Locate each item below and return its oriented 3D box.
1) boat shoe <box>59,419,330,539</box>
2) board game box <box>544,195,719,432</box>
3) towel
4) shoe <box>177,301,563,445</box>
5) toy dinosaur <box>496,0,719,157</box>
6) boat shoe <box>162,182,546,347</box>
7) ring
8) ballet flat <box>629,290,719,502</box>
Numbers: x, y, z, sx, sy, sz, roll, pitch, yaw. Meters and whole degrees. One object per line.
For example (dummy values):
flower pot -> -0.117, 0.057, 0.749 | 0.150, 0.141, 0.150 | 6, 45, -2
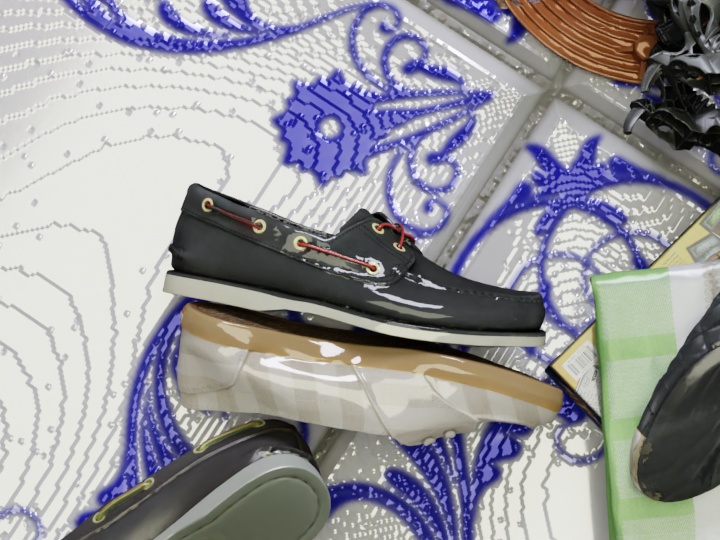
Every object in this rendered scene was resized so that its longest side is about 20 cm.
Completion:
boat shoe -> -0.109, 0.146, 0.987 | 0.200, 0.061, 0.072 | -30, 123, 1
board game box -> 0.212, 0.029, 1.005 | 0.200, 0.035, 0.136 | -43, 84, -4
towel -> 0.218, 0.066, 0.972 | 0.198, 0.031, 0.151 | -4, 80, 3
shoe -> 0.003, 0.060, 0.990 | 0.198, 0.070, 0.054 | 11, 93, 0
toy dinosaur -> 0.174, -0.138, 0.997 | 0.198, 0.102, 0.137 | -9, 67, 18
boat shoe -> 0.000, 0.000, 0.994 | 0.199, 0.074, 0.064 | 12, 91, 7
ring -> 0.160, -0.200, 1.045 | 0.198, 0.019, 0.202 | 0, 83, 1
ballet flat -> 0.195, 0.026, 0.949 | 0.066, 0.057, 0.201 | 34, 89, -20
